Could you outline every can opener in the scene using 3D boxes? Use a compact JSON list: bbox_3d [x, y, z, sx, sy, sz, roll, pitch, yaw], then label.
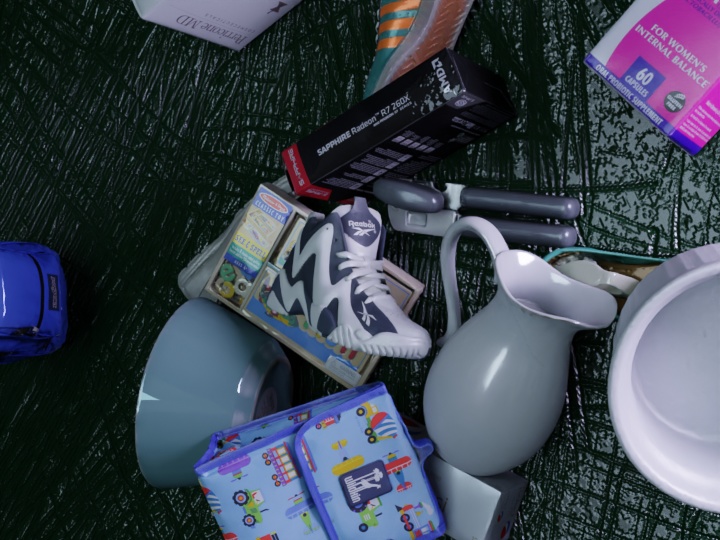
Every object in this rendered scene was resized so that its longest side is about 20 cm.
[{"bbox_3d":[0.107,-0.053,0.921,0.199,0.066,0.053,9,100,26],"label":"can opener"}]

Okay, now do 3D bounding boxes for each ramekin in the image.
[{"bbox_3d":[0.289,0.075,0.745,0.199,0.098,0.202,3,107,10],"label":"ramekin"}]

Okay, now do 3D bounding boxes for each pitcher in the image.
[{"bbox_3d":[0.114,0.068,0.860,0.172,0.121,0.201,46,132,32],"label":"pitcher"}]

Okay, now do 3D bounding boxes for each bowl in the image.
[{"bbox_3d":[-0.137,0.134,0.999,0.104,0.201,0.203,9,93,16],"label":"bowl"}]

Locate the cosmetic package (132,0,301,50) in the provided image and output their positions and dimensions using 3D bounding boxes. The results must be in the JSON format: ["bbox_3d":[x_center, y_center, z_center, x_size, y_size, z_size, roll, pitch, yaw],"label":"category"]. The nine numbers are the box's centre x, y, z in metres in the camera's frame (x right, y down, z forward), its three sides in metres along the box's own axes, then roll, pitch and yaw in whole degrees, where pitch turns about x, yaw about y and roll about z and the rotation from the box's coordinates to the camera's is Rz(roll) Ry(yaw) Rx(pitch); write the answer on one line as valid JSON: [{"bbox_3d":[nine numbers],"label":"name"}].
[{"bbox_3d":[-0.138,-0.369,1.023,0.199,0.164,0.166,-32,73,27],"label":"cosmetic package"}]

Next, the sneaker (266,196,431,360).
[{"bbox_3d":[0.000,0.000,0.903,0.199,0.079,0.131,22,98,51],"label":"sneaker"}]

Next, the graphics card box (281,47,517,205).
[{"bbox_3d":[0.037,-0.131,0.929,0.199,0.125,0.051,-27,74,29],"label":"graphics card box"}]

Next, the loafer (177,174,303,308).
[{"bbox_3d":[-0.116,-0.028,1.058,0.070,0.070,0.200,47,111,5],"label":"loafer"}]

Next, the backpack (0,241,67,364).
[{"bbox_3d":[-0.441,0.042,1.175,0.166,0.200,0.164,-3,84,22],"label":"backpack"}]

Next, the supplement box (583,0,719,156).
[{"bbox_3d":[0.296,-0.208,0.787,0.200,0.103,0.101,-50,64,18],"label":"supplement box"}]

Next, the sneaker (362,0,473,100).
[{"bbox_3d":[0.048,-0.239,0.965,0.080,0.071,0.201,41,110,40],"label":"sneaker"}]

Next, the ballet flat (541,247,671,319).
[{"bbox_3d":[0.239,0.018,0.830,0.199,0.070,0.068,8,91,31],"label":"ballet flat"}]

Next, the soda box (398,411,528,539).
[{"bbox_3d":[0.055,0.191,0.937,0.199,0.068,0.064,24,101,30],"label":"soda box"}]

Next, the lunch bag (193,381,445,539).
[{"bbox_3d":[-0.025,0.195,0.877,0.199,0.094,0.152,-22,98,7],"label":"lunch bag"}]

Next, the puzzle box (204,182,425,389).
[{"bbox_3d":[-0.049,0.017,0.997,0.199,0.025,0.134,33,105,8],"label":"puzzle box"}]
